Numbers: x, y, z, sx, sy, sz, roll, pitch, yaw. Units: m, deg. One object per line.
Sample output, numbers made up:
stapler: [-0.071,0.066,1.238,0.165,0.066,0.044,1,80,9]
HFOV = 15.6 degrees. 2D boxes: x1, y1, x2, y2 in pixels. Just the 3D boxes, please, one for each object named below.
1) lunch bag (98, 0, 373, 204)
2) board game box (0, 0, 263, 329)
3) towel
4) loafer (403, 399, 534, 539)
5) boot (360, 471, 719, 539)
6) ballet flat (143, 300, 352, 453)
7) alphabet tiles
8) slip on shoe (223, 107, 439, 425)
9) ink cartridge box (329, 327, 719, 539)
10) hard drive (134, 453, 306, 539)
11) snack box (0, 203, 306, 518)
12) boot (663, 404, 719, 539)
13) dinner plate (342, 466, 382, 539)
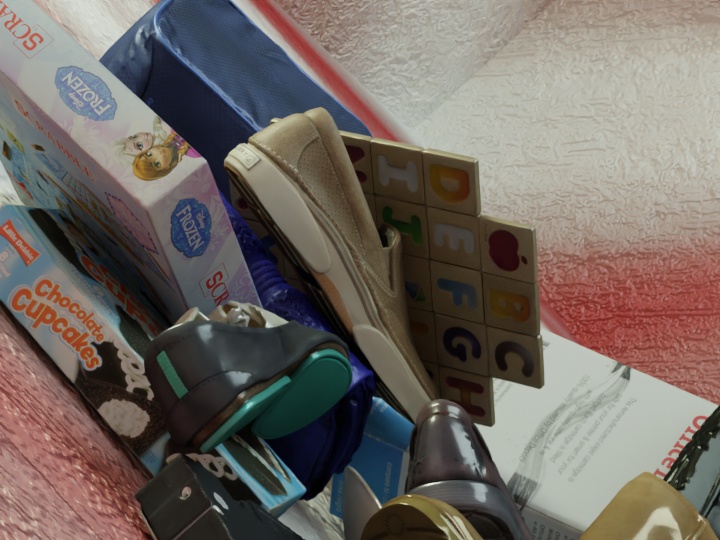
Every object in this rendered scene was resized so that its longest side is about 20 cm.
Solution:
lunch bag: [-0.096,-0.075,1.741,0.200,0.132,0.136,43,25,-5]
board game box: [-0.133,-0.046,1.372,0.200,0.041,0.200,42,-16,29]
towel: [-0.066,0.021,1.482,0.200,0.049,0.148,50,-27,16]
loafer: [0.055,0.125,1.316,0.200,0.072,0.063,75,10,-65]
boot: [0.092,0.146,1.220,0.200,0.066,0.176,-36,107,-51]
ballet flat: [-0.057,0.044,1.280,0.073,0.073,0.200,49,12,9]
alphabet tiles: [0.013,0.002,1.473,0.200,0.167,0.006,13,32,30]
slip on shoe: [0.000,0.000,1.436,0.200,0.061,0.076,57,-11,-23]
ink cartridge box: [0.104,0.115,1.549,0.200,0.084,0.145,24,42,20]
hard drive: [-0.017,0.183,1.190,0.140,0.038,0.200,40,10,-48]
snack box: [-0.113,0.052,1.329,0.200,0.037,0.116,48,5,5]
boot: [0.248,0.143,1.457,0.158,0.211,0.079,39,-34,1]
dinner plate: [0.030,0.191,1.299,0.200,0.024,0.201,155,-90,-82]
